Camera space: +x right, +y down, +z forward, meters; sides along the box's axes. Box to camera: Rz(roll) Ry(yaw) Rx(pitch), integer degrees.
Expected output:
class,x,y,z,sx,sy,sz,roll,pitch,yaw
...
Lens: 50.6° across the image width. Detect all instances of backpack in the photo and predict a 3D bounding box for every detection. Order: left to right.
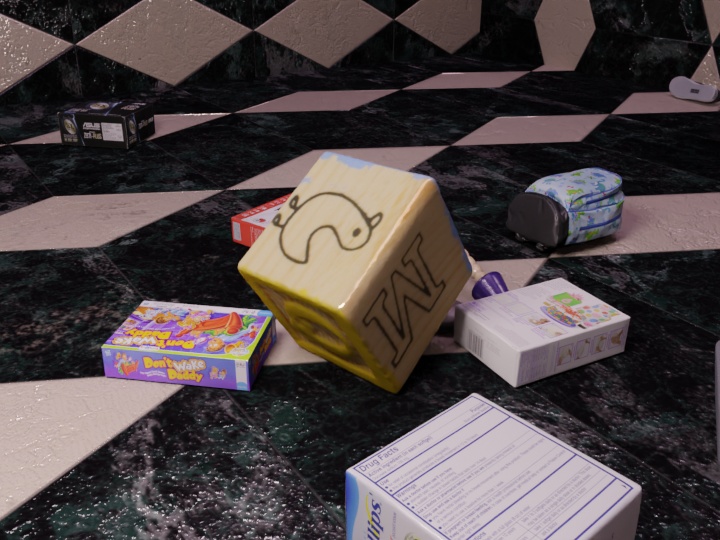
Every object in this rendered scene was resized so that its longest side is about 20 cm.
class,x,y,z,sx,sy,sz,roll,pitch,yaw
backpack,0.395,-0.114,1.403,0.196,0.157,0.163,4,14,-24

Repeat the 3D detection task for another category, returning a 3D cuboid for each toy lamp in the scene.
class,x,y,z,sx,sy,sz,roll,pitch,yaw
toy lamp,0.166,-0.013,1.197,0.057,0.059,0.201,-14,49,-29

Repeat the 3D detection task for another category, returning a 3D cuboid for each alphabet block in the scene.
class,x,y,z,sx,sy,sz,roll,pitch,yaw
alphabet block,0.000,0.000,0.971,0.193,0.197,0.202,18,64,38

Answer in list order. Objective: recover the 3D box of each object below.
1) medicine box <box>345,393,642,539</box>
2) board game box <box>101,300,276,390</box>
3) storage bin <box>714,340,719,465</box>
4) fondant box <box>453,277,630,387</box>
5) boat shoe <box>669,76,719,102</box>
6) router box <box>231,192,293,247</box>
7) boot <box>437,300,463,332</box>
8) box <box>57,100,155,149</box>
class,x,y,z,sx,sy,sz,roll,pitch,yaw
medicine box,0.114,0.225,0.680,0.180,0.105,0.198,-20,31,-38
board game box,-0.225,0.098,1.023,0.195,0.046,0.135,4,25,8
storage bin,0.466,0.141,0.843,0.132,0.149,0.200,-1,22,23
fondant box,0.248,0.080,1.053,0.196,0.059,0.144,-13,28,-25
boat shoe,1.119,-0.597,2.542,0.056,0.070,0.200,9,20,-29
router box,-0.109,-0.086,1.419,0.177,0.050,0.199,17,29,32
boot,0.077,0.007,1.120,0.197,0.133,0.067,16,28,30
box,-0.677,-0.393,2.039,0.195,0.088,0.164,6,24,12
